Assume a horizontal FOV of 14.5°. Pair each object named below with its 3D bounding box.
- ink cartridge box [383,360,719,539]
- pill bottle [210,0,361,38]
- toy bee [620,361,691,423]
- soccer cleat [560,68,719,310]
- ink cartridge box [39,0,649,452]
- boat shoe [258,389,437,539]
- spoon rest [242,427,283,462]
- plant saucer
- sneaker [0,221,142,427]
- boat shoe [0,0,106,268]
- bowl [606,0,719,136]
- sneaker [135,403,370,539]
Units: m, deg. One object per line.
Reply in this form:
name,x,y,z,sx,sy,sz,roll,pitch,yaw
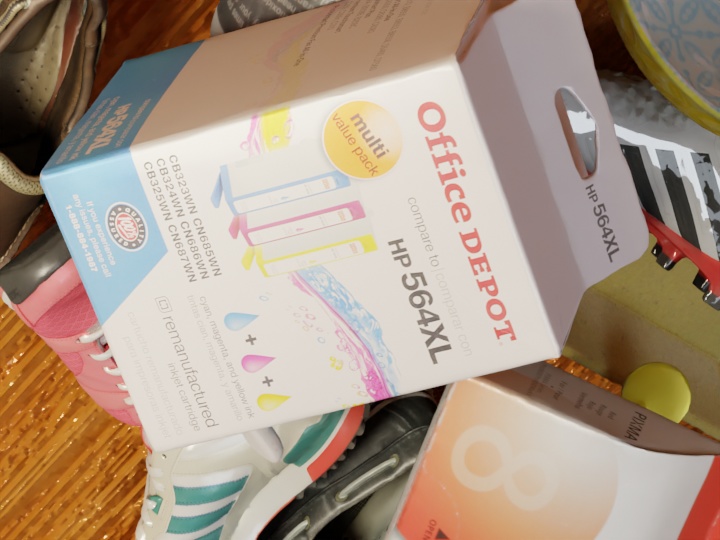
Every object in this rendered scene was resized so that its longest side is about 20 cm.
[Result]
ink cartridge box,0.109,0.141,1.262,0.199,0.050,0.163,25,118,9
pill bottle,0.005,-0.120,1.204,0.113,0.113,0.200,10,121,-34
toy bee,0.107,0.082,1.401,0.131,0.109,0.200,-29,168,-20
soccer cleat,0.129,-0.066,1.316,0.200,0.069,0.085,38,97,-11
ink cartridge box,0.001,-0.030,1.111,0.199,0.125,0.129,-15,110,20
boat shoe,-0.022,0.140,1.439,0.072,0.071,0.200,14,121,-36
spoon rest,0.000,0.000,1.325,0.200,0.061,0.099,-46,125,-20
plant saucer,0.195,-0.022,1.435,0.200,0.049,0.200,29,110,-40
sneaker,-0.099,0.024,1.235,0.074,0.087,0.200,-40,168,-5
boat shoe,-0.156,-0.055,1.190,0.074,0.075,0.203,0,127,-28
bowl,0.190,-0.138,1.276,0.199,0.201,0.108,-15,175,-16
sneaker,-0.085,0.101,1.388,0.093,0.070,0.200,32,110,-24
